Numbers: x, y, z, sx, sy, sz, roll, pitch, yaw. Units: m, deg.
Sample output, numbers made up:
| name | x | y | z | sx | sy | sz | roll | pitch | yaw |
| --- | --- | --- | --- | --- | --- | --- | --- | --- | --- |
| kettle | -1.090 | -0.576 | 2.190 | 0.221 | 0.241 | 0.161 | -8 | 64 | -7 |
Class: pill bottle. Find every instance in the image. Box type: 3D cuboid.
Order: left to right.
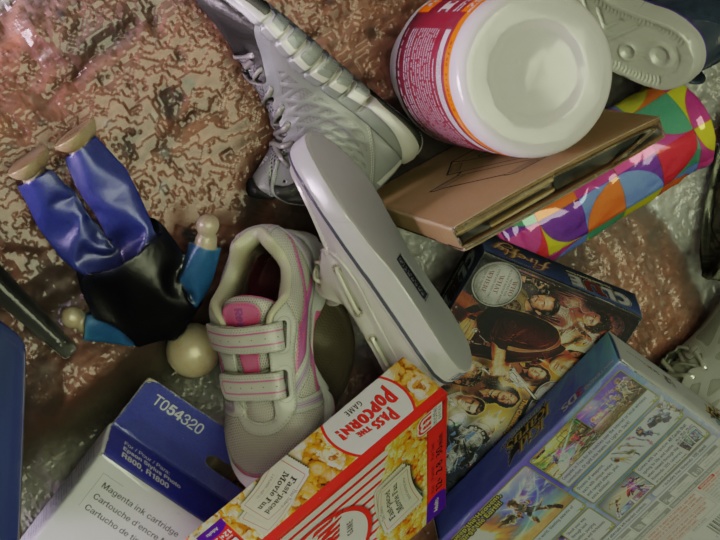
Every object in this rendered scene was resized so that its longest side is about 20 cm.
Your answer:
| name | x | y | z | sx | sy | sz | roll | pitch | yaw |
| --- | --- | --- | --- | --- | --- | --- | --- | --- | --- |
| pill bottle | 0.087 | -0.140 | 1.306 | 0.112 | 0.200 | 0.114 | -2 | 98 | -16 |

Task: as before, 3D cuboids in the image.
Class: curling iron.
| name | x | y | z | sx | sy | sz | roll | pitch | yaw |
| --- | --- | --- | --- | --- | --- | --- | --- | --- | --- |
| curling iron | -0.265 | -0.015 | 1.305 | 0.049 | 0.026 | 0.200 | -32 | 106 | 14 |

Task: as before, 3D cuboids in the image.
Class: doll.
| name | x | y | z | sx | sy | sz | roll | pitch | yaw |
| --- | --- | --- | --- | --- | --- | --- | --- | --- | --- |
| doll | -0.159 | -0.007 | 1.326 | 0.136 | 0.048 | 0.200 | -28 | 108 | 11 |

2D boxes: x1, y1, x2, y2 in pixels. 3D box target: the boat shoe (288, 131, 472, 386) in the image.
| name | x | y | z | sx | sy | sz | roll | pitch | yaw |
| --- | --- | --- | --- | --- | --- | --- | --- | --- | --- |
| boat shoe | 0.000 | 0.000 | 1.312 | 0.066 | 0.072 | 0.200 | -31 | 101 | 23 |

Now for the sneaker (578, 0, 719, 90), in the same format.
| name | x | y | z | sx | sy | sz | roll | pitch | yaw |
| --- | --- | --- | --- | --- | --- | --- | --- | --- | --- |
| sneaker | 0.192 | -0.214 | 1.403 | 0.200 | 0.146 | 0.081 | 30 | 129 | 16 |

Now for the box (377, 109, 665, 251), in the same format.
| name | x | y | z | sx | sy | sz | roll | pitch | yaw |
| --- | --- | --- | --- | --- | --- | --- | --- | --- | --- |
| box | 0.102 | -0.071 | 1.320 | 0.163 | 0.200 | 0.021 | -29 | 105 | -11 |

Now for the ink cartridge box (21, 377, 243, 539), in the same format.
| name | x | y | z | sx | sy | sz | roll | pitch | yaw |
| --- | --- | --- | --- | --- | --- | --- | --- | --- | --- |
| ink cartridge box | -0.134 | 0.210 | 1.348 | 0.196 | 0.043 | 0.200 | 35 | 101 | -17 |

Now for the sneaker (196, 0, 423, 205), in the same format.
| name | x | y | z | sx | sy | sz | roll | pitch | yaw |
| --- | --- | --- | --- | --- | --- | --- | --- | --- | --- |
| sneaker | -0.061 | -0.112 | 1.335 | 0.200 | 0.075 | 0.116 | 39 | 95 | -12 |

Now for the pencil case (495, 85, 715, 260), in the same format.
| name | x | y | z | sx | sy | sz | roll | pitch | yaw |
| --- | --- | --- | --- | --- | --- | --- | --- | --- | --- |
| pencil case | 0.171 | -0.071 | 1.405 | 0.200 | 0.088 | 0.089 | -31 | 105 | -13 |

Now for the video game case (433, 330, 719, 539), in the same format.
| name | x | y | z | sx | sy | sz | roll | pitch | yaw |
| --- | --- | --- | --- | --- | --- | --- | --- | --- | --- |
| video game case | 0.185 | 0.166 | 1.398 | 0.181 | 0.046 | 0.200 | 34 | 111 | -24 |

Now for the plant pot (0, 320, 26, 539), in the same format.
| name | x | y | z | sx | sy | sz | roll | pitch | yaw |
| --- | --- | --- | --- | --- | --- | --- | --- | --- | --- |
| plant pot | -0.321 | 0.103 | 1.224 | 0.179 | 0.200 | 0.201 | 0 | 97 | -24 |

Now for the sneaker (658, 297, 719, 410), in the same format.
| name | x | y | z | sx | sy | sz | roll | pitch | yaw |
| --- | --- | --- | --- | --- | --- | --- | --- | --- | --- |
| sneaker | 0.232 | 0.097 | 1.445 | 0.115 | 0.076 | 0.201 | 21 | 93 | -20 |

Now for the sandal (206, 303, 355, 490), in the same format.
| name | x | y | z | sx | sy | sz | roll | pitch | yaw |
| --- | --- | --- | --- | --- | --- | --- | --- | --- | --- |
| sandal | -0.061 | 0.109 | 1.371 | 0.080 | 0.054 | 0.201 | 30 | 88 | -18 |

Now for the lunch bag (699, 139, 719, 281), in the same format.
| name | x | y | z | sx | sy | sz | roll | pitch | yaw |
| --- | --- | --- | --- | --- | --- | --- | --- | --- | --- |
| lunch bag | 0.360 | -0.067 | 1.438 | 0.163 | 0.118 | 0.201 | 12 | 91 | -16 |

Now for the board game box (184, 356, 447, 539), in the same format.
| name | x | y | z | sx | sy | sz | roll | pitch | yaw |
| --- | --- | --- | --- | --- | --- | --- | --- | --- | --- |
| board game box | -0.025 | 0.172 | 1.286 | 0.200 | 0.046 | 0.152 | -39 | 150 | -24 |

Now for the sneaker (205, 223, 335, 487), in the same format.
| name | x | y | z | sx | sy | sz | roll | pitch | yaw |
| --- | --- | --- | --- | --- | --- | --- | --- | --- | --- |
| sneaker | -0.070 | 0.056 | 1.307 | 0.081 | 0.088 | 0.201 | -11 | 68 | 21 |

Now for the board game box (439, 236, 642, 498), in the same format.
| name | x | y | z | sx | sy | sz | roll | pitch | yaw |
| --- | --- | --- | --- | --- | --- | --- | --- | --- | --- |
| board game box | 0.099 | 0.081 | 1.384 | 0.135 | 0.035 | 0.200 | 21 | 116 | -18 |
